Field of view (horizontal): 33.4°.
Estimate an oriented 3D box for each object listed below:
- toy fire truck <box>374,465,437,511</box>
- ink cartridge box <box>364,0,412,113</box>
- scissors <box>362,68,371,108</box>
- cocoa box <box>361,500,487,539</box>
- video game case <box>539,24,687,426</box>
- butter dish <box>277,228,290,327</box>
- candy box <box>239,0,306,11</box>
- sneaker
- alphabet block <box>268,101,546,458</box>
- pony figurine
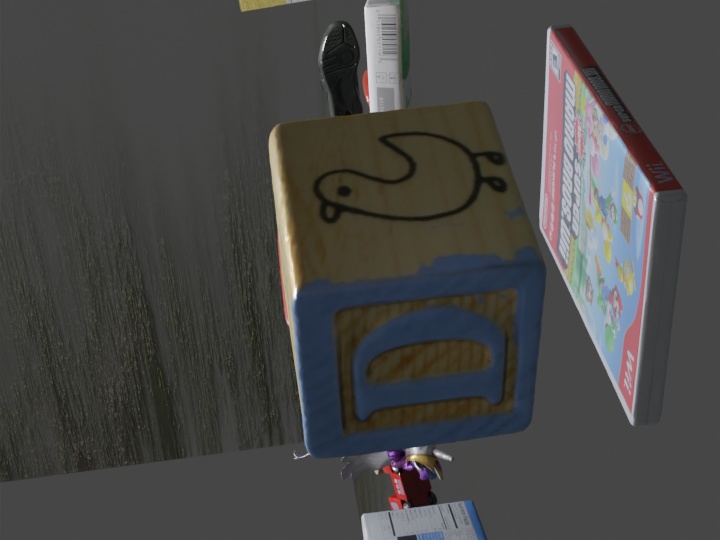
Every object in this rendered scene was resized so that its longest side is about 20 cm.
[{"bbox_3d":[0.036,0.263,1.738,0.141,0.048,0.202,-7,101,63],"label":"toy fire truck"},{"bbox_3d":[0.044,-0.281,1.455,0.201,0.049,0.162,-71,-19,-55],"label":"ink cartridge box"},{"bbox_3d":[0.024,-0.268,1.555,0.073,0.014,0.202,37,-143,-40],"label":"scissors"},{"bbox_3d":[0.078,0.372,1.297,0.134,0.130,0.202,-109,13,-72],"label":"cocoa box"},{"bbox_3d":[0.135,-0.032,0.676,0.201,0.017,0.144,-103,8,-55],"label":"video game case"},{"bbox_3d":[0.000,0.000,1.672,0.148,0.198,0.202,52,-157,-50],"label":"butter dish"},{"bbox_3d":[-0.191,-0.680,2.814,0.057,0.197,0.118,83,177,-54],"label":"candy box"},{"bbox_3d":[-0.041,-0.362,2.123,0.115,0.075,0.201,-111,9,-49],"label":"sneaker"},{"bbox_3d":[0.032,0.006,0.973,0.201,0.193,0.198,-103,9,-46],"label":"alphabet block"},{"bbox_3d":[0.023,0.184,1.536,0.166,0.191,0.202,23,-126,-56],"label":"pony figurine"}]
